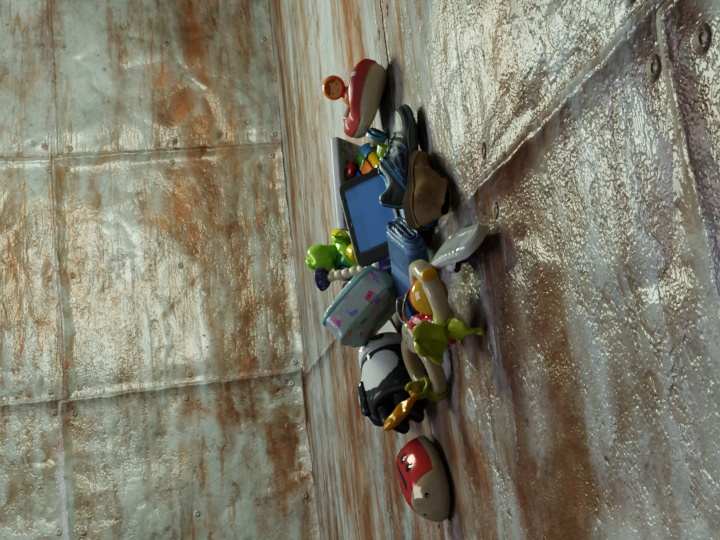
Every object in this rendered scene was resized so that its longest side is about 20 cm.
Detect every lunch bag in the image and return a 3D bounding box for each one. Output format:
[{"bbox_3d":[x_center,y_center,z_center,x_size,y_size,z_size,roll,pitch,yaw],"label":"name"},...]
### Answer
[{"bbox_3d":[0.011,0.069,1.685,0.077,0.161,0.200,40,-175,15],"label":"lunch bag"}]

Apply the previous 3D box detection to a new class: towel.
[{"bbox_3d":[0.095,0.010,1.573,0.112,0.048,0.204,-133,30,-56],"label":"towel"}]

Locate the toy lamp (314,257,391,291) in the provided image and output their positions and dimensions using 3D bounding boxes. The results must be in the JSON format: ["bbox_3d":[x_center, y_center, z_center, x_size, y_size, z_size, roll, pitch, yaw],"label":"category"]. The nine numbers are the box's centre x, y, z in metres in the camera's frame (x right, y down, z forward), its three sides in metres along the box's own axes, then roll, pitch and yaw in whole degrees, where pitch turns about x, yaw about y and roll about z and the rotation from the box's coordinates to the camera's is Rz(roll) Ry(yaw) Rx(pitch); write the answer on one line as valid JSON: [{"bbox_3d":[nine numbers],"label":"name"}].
[{"bbox_3d":[0.000,0.000,1.796,0.058,0.196,0.060,37,-133,-53],"label":"toy lamp"}]

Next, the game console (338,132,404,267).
[{"bbox_3d":[0.038,-0.139,1.676,0.172,0.115,0.204,105,153,-59],"label":"game console"}]

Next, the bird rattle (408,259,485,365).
[{"bbox_3d":[0.123,0.059,1.377,0.200,0.110,0.167,-100,-8,-81],"label":"bird rattle"}]

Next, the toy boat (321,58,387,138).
[{"bbox_3d":[-0.021,-0.378,1.834,0.200,0.128,0.133,129,159,-74],"label":"toy boat"}]

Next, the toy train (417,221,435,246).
[{"bbox_3d":[0.110,-0.065,1.580,0.202,0.033,0.047,102,157,-56],"label":"toy train"}]

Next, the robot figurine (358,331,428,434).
[{"bbox_3d":[0.064,0.215,1.676,0.126,0.147,0.203,80,178,-47],"label":"robot figurine"}]

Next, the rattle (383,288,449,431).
[{"bbox_3d":[0.065,0.156,1.525,0.130,0.140,0.204,-123,10,-77],"label":"rattle"}]

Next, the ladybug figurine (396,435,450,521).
[{"bbox_3d":[0.115,0.394,1.621,0.200,0.070,0.139,-124,31,-69],"label":"ladybug figurine"}]

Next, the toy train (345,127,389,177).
[{"bbox_3d":[0.041,-0.213,1.805,0.201,0.083,0.118,-119,43,-54],"label":"toy train"}]

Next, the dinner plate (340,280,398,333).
[{"bbox_3d":[0.029,0.099,1.878,0.200,0.024,0.201,44,161,19],"label":"dinner plate"}]

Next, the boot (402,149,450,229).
[{"bbox_3d":[0.119,-0.143,1.457,0.202,0.074,0.075,-82,-27,-51],"label":"boot"}]

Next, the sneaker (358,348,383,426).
[{"bbox_3d":[0.035,0.260,1.990,0.079,0.072,0.205,140,126,-70],"label":"sneaker"}]

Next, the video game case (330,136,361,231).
[{"bbox_3d":[-0.012,-0.187,1.942,0.181,0.022,0.205,5,-101,-65],"label":"video game case"}]

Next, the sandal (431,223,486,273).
[{"bbox_3d":[0.155,-0.025,1.309,0.050,0.083,0.203,42,177,-3],"label":"sandal"}]

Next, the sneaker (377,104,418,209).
[{"bbox_3d":[0.069,-0.211,1.573,0.073,0.080,0.205,69,-161,-71],"label":"sneaker"}]

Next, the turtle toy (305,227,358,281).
[{"bbox_3d":[-0.028,-0.024,1.904,0.103,0.196,0.146,-68,27,13],"label":"turtle toy"}]
